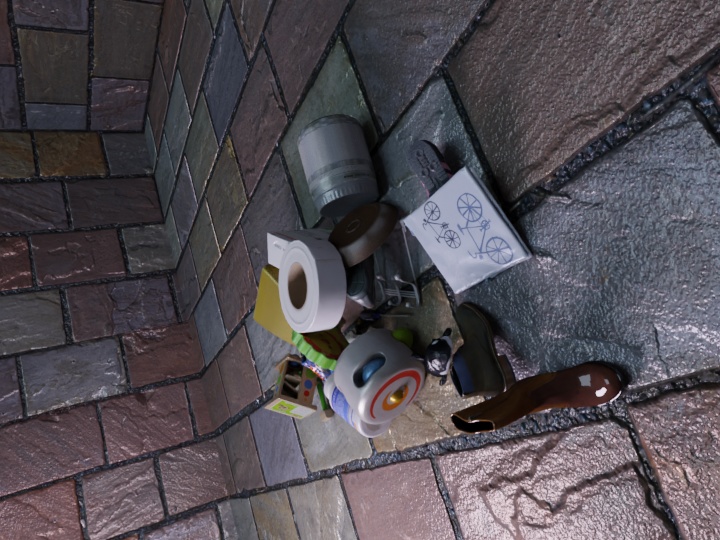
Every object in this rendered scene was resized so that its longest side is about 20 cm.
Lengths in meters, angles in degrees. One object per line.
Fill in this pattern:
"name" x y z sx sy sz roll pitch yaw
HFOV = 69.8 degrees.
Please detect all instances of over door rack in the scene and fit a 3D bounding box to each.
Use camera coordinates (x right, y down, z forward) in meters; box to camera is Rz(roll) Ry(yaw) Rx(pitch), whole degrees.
"over door rack" 0.061 -0.019 1.159 0.147 0.066 0.203 3 100 57

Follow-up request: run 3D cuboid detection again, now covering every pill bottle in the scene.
"pill bottle" -0.012 0.331 1.318 0.199 0.111 0.114 21 115 54

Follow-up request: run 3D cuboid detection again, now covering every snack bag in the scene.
"snack bag" 0.185 -0.062 0.932 0.189 0.021 0.200 54 142 3

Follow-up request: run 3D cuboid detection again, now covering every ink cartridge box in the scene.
"ink cartridge box" -0.121 -0.054 1.317 0.145 0.198 0.085 21 114 55

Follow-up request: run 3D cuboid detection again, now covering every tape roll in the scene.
"tape roll" -0.109 0.033 1.135 0.202 0.070 0.205 4 95 58

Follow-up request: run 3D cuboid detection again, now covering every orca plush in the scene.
"orca plush" 0.134 0.155 0.992 0.200 0.070 0.107 -30 -52 -81

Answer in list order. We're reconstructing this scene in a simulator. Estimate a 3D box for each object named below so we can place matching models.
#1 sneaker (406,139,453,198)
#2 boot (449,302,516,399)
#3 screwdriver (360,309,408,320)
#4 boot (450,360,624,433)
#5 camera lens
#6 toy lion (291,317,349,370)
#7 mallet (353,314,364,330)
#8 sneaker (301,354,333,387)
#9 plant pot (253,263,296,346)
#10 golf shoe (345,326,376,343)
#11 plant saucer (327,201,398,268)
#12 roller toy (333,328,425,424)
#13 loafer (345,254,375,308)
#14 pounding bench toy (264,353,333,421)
"sneaker" 0.160 -0.157 0.982 0.070 0.082 0.202 -21 97 27
"boot" 0.193 0.141 0.932 0.201 0.096 0.075 -114 16 -44
"screwdriver" 0.058 0.111 1.234 0.199 0.028 0.029 0 128 57
"boot" 0.259 0.189 0.764 0.188 0.198 0.069 -15 85 58
"camera lens" -0.053 -0.244 1.200 0.160 0.158 0.202 -32 70 56
"toy lion" -0.088 0.164 1.221 0.069 0.191 0.200 -56 41 14
"mallet" -0.024 0.202 1.383 0.066 0.041 0.201 59 138 28
"sneaker" -0.134 0.268 1.509 0.075 0.078 0.202 -15 100 64
"plant pot" -0.157 0.091 1.437 0.176 0.199 0.201 42 133 28
"golf shoe" -0.021 0.199 1.334 0.199 0.078 0.099 -17 66 40
"plant saucer" -0.007 -0.089 1.148 0.037 0.201 0.200 49 160 -28
"roller toy" 0.045 0.238 1.135 0.140 0.181 0.202 44 133 40
"loafer" 0.000 0.000 1.142 0.071 0.063 0.201 -27 39 22
"pounding bench toy" -0.165 0.359 1.576 0.124 0.198 0.157 -42 31 51
